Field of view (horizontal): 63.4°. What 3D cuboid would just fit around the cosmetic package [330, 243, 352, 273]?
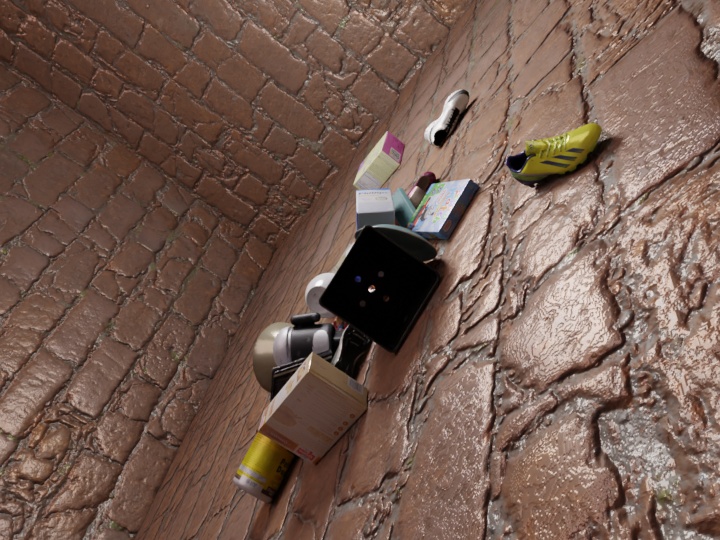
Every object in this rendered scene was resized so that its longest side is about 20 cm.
[{"bbox_3d":[-0.053,0.021,1.872,0.202,0.072,0.103,-58,14,-2],"label":"cosmetic package"}]

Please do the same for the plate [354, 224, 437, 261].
[{"bbox_3d":[0.083,-0.067,1.347,0.200,0.197,0.026,-24,48,64],"label":"plate"}]

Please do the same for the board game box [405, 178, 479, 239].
[{"bbox_3d":[0.197,-0.151,1.452,0.153,0.036,0.199,-58,20,-7],"label":"board game box"}]

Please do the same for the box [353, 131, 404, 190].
[{"bbox_3d":[0.077,-0.429,2.364,0.200,0.096,0.177,-46,18,34],"label":"box"}]

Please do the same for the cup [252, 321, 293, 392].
[{"bbox_3d":[-0.181,0.248,1.627,0.141,0.201,0.202,-2,50,41],"label":"cup"}]

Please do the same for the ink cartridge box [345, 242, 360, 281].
[{"bbox_3d":[0.000,0.000,1.695,0.044,0.093,0.201,-48,16,23],"label":"ink cartridge box"}]

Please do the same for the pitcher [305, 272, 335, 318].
[{"bbox_3d":[-0.095,0.083,1.677,0.173,0.120,0.200,-57,-9,18],"label":"pitcher"}]

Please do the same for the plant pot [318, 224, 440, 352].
[{"bbox_3d":[0.034,0.043,1.324,0.202,0.198,0.177,-57,3,-5],"label":"plant pot"}]

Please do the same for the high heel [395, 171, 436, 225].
[{"bbox_3d":[0.158,-0.198,1.712,0.201,0.067,0.096,-52,-9,24],"label":"high heel"}]

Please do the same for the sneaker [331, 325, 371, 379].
[{"bbox_3d":[-0.035,0.207,1.411,0.202,0.073,0.079,-64,11,-26],"label":"sneaker"}]

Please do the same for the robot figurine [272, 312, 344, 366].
[{"bbox_3d":[-0.125,0.199,1.489,0.125,0.196,0.153,74,-168,-63],"label":"robot figurine"}]

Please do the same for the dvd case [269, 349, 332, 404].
[{"bbox_3d":[-0.148,0.269,1.415,0.016,0.146,0.202,60,154,31],"label":"dvd case"}]

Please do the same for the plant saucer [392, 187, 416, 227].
[{"bbox_3d":[0.123,-0.156,1.627,0.070,0.019,0.201,-50,37,23],"label":"plant saucer"}]

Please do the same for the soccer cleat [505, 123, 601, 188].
[{"bbox_3d":[0.337,-0.210,1.039,0.065,0.083,0.200,-62,15,-25],"label":"soccer cleat"}]

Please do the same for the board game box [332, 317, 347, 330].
[{"bbox_3d":[-0.060,0.168,1.633,0.160,0.039,0.200,-59,14,-8],"label":"board game box"}]

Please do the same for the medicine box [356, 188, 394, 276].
[{"bbox_3d":[0.041,-0.107,1.596,0.201,0.101,0.186,-92,0,-66],"label":"medicine box"}]

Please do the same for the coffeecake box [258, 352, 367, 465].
[{"bbox_3d":[-0.102,0.301,1.259,0.201,0.152,0.073,-50,14,22],"label":"coffeecake box"}]

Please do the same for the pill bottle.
[{"bbox_3d":[-0.217,0.447,1.420,0.202,0.108,0.109,-62,15,-20],"label":"pill bottle"}]

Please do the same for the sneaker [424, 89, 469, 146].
[{"bbox_3d":[0.286,-0.481,1.863,0.201,0.073,0.081,-55,28,24],"label":"sneaker"}]

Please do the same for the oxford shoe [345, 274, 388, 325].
[{"bbox_3d":[0.032,0.065,1.486,0.202,0.072,0.071,-57,14,-4],"label":"oxford shoe"}]
